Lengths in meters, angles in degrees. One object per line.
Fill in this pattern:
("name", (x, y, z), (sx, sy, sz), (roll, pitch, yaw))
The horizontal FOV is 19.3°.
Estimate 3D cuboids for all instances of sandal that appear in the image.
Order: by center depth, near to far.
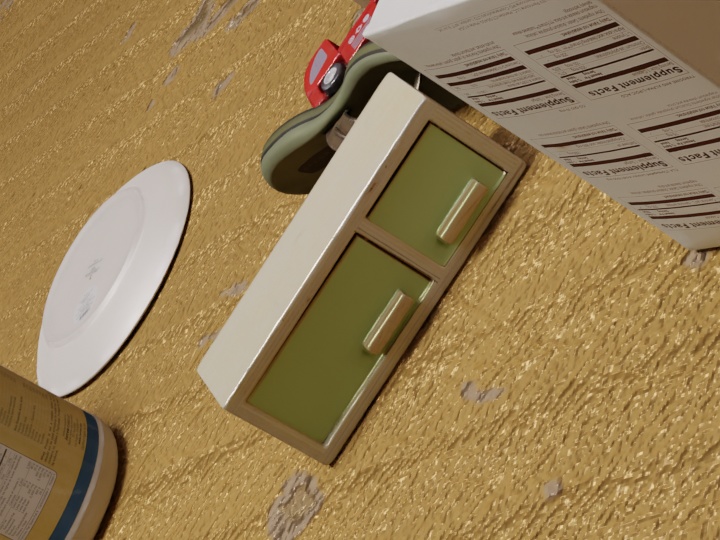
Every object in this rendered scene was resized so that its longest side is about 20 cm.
("sandal", (0.011, -0.080, 1.253), (0.201, 0.079, 0.058), (-37, 49, 51))

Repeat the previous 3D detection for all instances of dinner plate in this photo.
("dinner plate", (-0.194, 0.001, 1.593), (0.200, 0.024, 0.201), (-43, 30, 33))

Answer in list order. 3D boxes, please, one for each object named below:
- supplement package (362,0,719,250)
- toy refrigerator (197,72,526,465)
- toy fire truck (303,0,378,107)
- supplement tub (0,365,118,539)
("supplement package", (0.146, -0.142, 0.903), (0.147, 0.199, 0.192), (-8, 56, 59))
("toy refrigerator", (0.000, 0.000, 1.167), (0.201, 0.076, 0.070), (-56, 25, 5))
("toy fire truck", (0.026, -0.190, 1.361), (0.200, 0.049, 0.141), (-55, 25, 12))
("supplement tub", (-0.277, 0.123, 1.399), (0.145, 0.199, 0.145), (-43, 29, 31))
